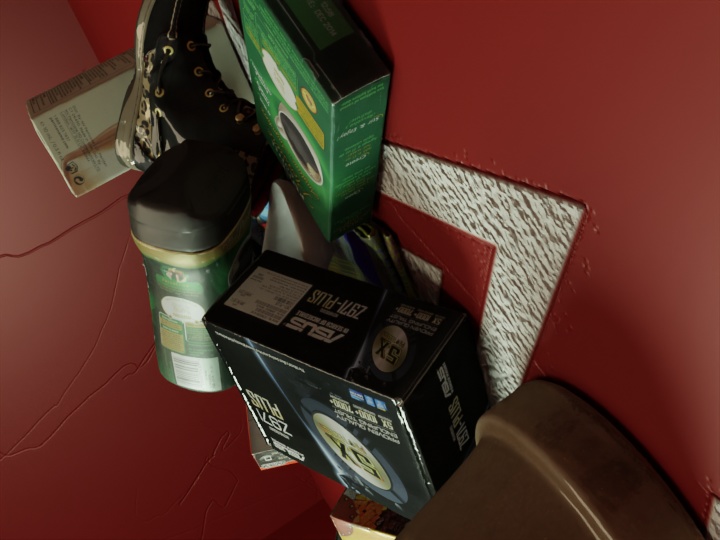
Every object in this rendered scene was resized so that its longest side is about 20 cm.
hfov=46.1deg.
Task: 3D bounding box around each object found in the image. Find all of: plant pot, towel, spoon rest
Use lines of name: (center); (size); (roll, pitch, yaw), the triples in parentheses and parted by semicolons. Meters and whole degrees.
plant pot: (0.087, 0.194, 0.485); (0.202, 0.173, 0.201); (55, 165, 22)
towel: (0.000, 0.000, 0.746); (0.200, 0.023, 0.145); (39, 155, 59)
spoon rest: (-0.061, -0.010, 0.763); (0.201, 0.060, 0.101); (97, 153, -70)

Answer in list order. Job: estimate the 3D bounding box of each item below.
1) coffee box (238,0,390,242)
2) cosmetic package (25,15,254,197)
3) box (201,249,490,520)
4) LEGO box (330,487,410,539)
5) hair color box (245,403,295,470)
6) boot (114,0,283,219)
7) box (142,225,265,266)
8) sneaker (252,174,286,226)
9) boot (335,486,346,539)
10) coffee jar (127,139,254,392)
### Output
coffee box: (-0.033, -0.113, 0.575); (0.124, 0.043, 0.201); (57, 167, 18)
cosmetic package: (-0.216, -0.166, 0.832); (0.088, 0.198, 0.103); (65, 168, -27)
box: (-0.006, 0.092, 0.659); (0.198, 0.086, 0.165); (18, 142, 35)
LEGO box: (0.079, 0.266, 0.750); (0.147, 0.077, 0.202); (5, 130, 35)
hair color box: (-0.091, 0.127, 1.028); (0.062, 0.099, 0.203); (82, 178, -59)
boot: (-0.124, -0.155, 0.727); (0.149, 0.203, 0.073); (27, -162, 16)
box: (-0.159, -0.017, 0.990); (0.159, 0.049, 0.201); (40, -162, -18)
sneaker: (-0.121, -0.072, 0.911); (0.079, 0.089, 0.200); (60, 168, -1)
boot: (0.005, 0.261, 0.959); (0.182, 0.071, 0.204); (88, -176, -71)
coffee jar: (-0.133, -0.002, 0.705); (0.084, 0.105, 0.203); (11, 132, 11)
